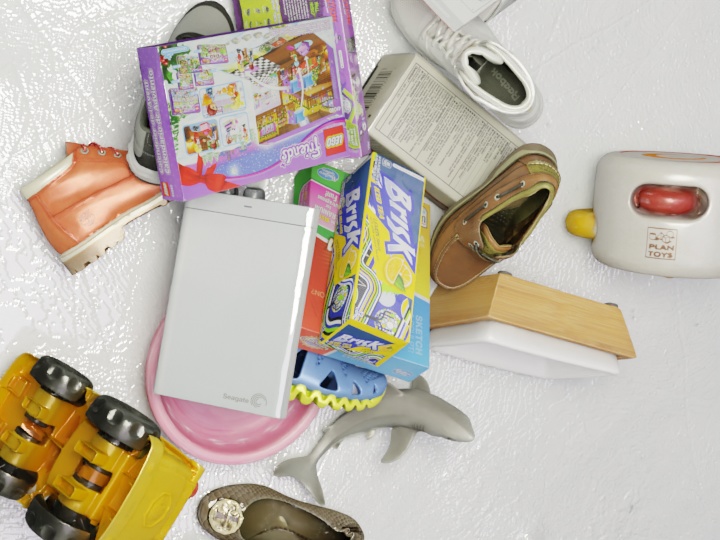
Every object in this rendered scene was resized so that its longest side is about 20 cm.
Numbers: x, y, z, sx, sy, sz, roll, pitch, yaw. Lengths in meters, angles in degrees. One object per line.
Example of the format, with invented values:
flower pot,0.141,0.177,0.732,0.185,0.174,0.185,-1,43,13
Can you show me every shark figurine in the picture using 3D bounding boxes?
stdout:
shark figurine,0.006,0.158,1.273,0.214,0.128,0.090,-21,133,8

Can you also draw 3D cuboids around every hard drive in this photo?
hard drive,-0.119,0.030,1.114,0.131,0.027,0.201,9,90,14

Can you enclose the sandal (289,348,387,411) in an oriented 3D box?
sandal,-0.059,0.090,1.184,0.199,0.079,0.087,15,89,-27

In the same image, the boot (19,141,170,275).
boot,-0.230,-0.097,1.133,0.200,0.075,0.107,-39,100,-18

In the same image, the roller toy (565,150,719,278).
roller toy,0.355,-0.060,1.333,0.199,0.182,0.140,-2,101,-24

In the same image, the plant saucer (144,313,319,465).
plant saucer,-0.130,0.100,1.222,0.200,0.051,0.202,-5,101,-24

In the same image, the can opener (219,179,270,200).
can opener,-0.117,-0.067,1.164,0.052,0.066,0.201,7,87,3

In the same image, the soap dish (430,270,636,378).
soap dish,0.182,0.064,1.303,0.199,0.157,0.082,16,76,-25

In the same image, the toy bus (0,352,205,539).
toy bus,-0.251,0.185,1.139,0.136,0.200,0.192,-60,151,-3

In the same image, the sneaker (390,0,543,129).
sneaker,0.105,-0.227,1.173,0.200,0.116,0.074,42,98,7

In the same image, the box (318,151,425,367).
box,0.014,-0.014,1.154,0.070,0.064,0.201,23,53,-23

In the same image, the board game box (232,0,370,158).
board game box,-0.061,-0.209,1.167,0.032,0.120,0.201,-31,117,-57

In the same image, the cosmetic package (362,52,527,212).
cosmetic package,0.088,-0.134,1.255,0.200,0.087,0.104,36,83,-24

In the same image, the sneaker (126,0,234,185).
sneaker,-0.163,-0.179,1.111,0.074,0.079,0.201,17,63,-3

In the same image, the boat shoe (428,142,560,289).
boat shoe,0.131,-0.042,1.205,0.072,0.068,0.200,21,128,-18

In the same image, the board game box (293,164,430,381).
board game box,0.000,0.000,1.206,0.153,0.040,0.201,19,55,-26

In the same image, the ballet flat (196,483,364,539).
ballet flat,-0.082,0.280,1.277,0.199,0.046,0.068,19,91,-26

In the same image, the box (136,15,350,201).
box,-0.103,-0.153,1.079,0.200,0.039,0.137,-19,108,-38

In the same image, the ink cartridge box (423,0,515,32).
ink cartridge box,0.067,-0.327,1.156,0.200,0.044,0.173,47,54,4
